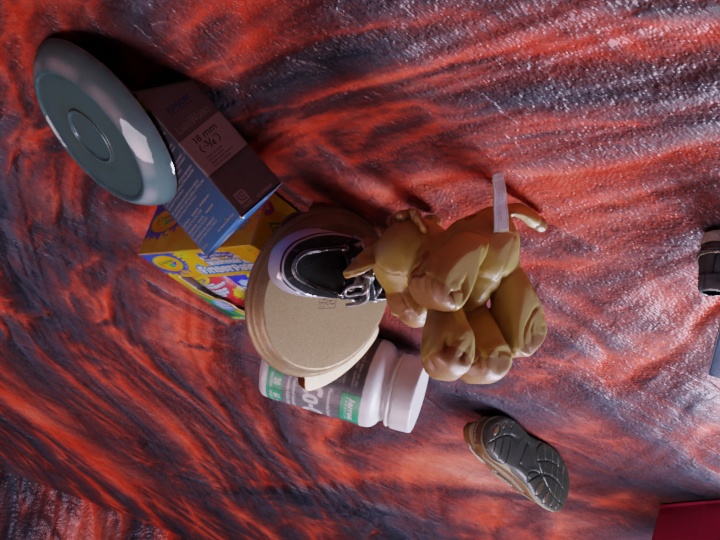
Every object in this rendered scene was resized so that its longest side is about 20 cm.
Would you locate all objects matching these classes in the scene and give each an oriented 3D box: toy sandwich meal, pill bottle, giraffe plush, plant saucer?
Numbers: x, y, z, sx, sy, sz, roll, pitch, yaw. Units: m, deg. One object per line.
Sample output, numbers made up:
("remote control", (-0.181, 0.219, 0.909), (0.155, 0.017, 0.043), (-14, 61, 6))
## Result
("toy sandwich meal", (-0.050, 0.024, 1.674), (0.205, 0.206, 0.070), (38, 172, -38))
("pill bottle", (-0.019, 0.131, 1.969), (0.198, 0.114, 0.113), (15, 158, 11))
("giraffe plush", (0.073, 0.004, 1.523), (0.161, 0.202, 0.172), (5, 179, 45))
("plant saucer", (-0.262, -0.140, 1.552), (0.200, 0.027, 0.201), (37, 153, 22))

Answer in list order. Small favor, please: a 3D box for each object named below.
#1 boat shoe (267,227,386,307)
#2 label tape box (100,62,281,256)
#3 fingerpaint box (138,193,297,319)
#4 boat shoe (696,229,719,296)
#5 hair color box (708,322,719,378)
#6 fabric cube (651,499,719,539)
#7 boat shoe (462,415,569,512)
("boat shoe", (0.000, 0.003, 1.611), (0.198, 0.074, 0.068), (12, -179, -37))
("label tape box", (-0.182, -0.123, 1.555), (0.200, 0.063, 0.144), (49, 155, -2))
("fingerpaint box", (-0.126, -0.012, 1.779), (0.199, 0.074, 0.167), (-3, 149, 44))
("boat shoe", (0.385, 0.034, 1.461), (0.199, 0.062, 0.073), (33, 155, -28))
("hair color box", (0.324, -0.018, 1.203), (0.060, 0.202, 0.100), (15, 158, 13))
("fabric cube", (0.512, 0.443, 2.127), (0.195, 0.201, 0.200), (28, 157, -21))
("boat shoe", (0.213, 0.259, 2.136), (0.073, 0.076, 0.200), (3, 145, 48))
